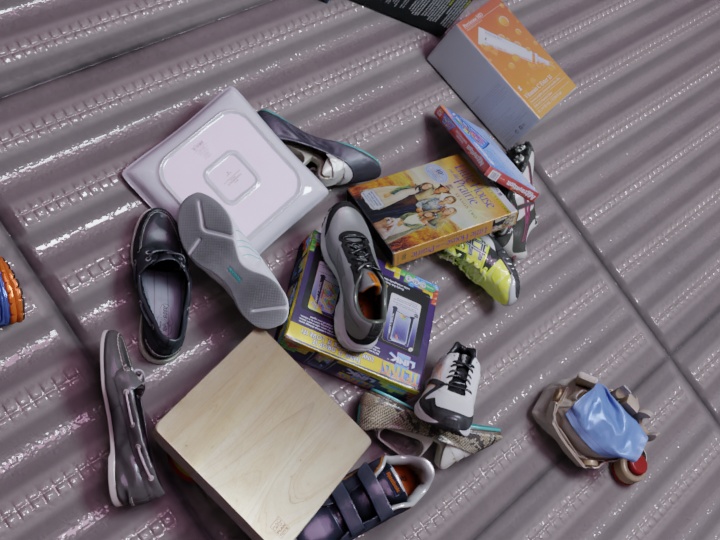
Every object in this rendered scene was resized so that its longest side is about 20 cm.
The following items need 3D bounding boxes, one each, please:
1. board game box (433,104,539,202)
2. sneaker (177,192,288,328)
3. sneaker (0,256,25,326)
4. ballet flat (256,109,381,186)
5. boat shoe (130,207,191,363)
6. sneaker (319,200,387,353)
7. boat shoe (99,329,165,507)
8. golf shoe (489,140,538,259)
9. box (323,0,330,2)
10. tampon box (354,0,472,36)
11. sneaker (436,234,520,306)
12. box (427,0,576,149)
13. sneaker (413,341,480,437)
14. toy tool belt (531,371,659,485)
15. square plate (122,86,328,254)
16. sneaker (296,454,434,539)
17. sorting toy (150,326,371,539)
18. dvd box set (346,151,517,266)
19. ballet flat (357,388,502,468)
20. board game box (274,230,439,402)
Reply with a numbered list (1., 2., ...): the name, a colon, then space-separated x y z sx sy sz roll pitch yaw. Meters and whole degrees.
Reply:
1. board game box: 0.185 -0.177 1.510 0.103 0.019 0.200 26 22 -33
2. sneaker: -0.159 -0.008 1.261 0.070 0.080 0.201 -36 83 1
3. sneaker: -0.449 -0.021 1.128 0.078 0.075 0.200 -26 79 -32
4. ballet flat: -0.069 -0.154 1.406 0.199 0.073 0.073 23 57 -10
5. boat shoe: -0.239 0.008 1.227 0.074 0.066 0.200 9 66 -23
6. sneaker: 0.000 0.000 1.292 0.074 0.079 0.201 1 66 -26
7. boat shoe: -0.255 0.163 1.139 0.057 0.067 0.201 -8 75 -1
8. golf shoe: 0.235 -0.109 1.560 0.088 0.077 0.201 41 53 -30
9. box: -0.107 -0.530 1.545 0.199 0.107 0.149 17 60 -20
10. tampon box: 0.079 -0.499 1.620 0.199 0.126 0.151 18 60 -21
11. sneaker: 0.153 -0.024 1.469 0.076 0.075 0.200 -28 72 -28
12. box: 0.228 -0.319 1.632 0.200 0.097 0.124 48 54 0
13. sneaker: 0.116 0.147 1.289 0.073 0.080 0.200 23 14 -2
14. toy tool belt: 0.349 0.221 1.417 0.200 0.123 0.125 39 54 -7
15. square plate: -0.172 -0.116 1.323 0.200 0.028 0.198 -43 93 -22
16. sneaker: 0.004 0.276 1.228 0.200 0.079 0.079 -25 81 -34
17. sorting toy: -0.121 0.204 1.189 0.199 0.070 0.200 46 47 -1
18. dvd box set: 0.100 -0.090 1.427 0.199 0.029 0.147 -18 50 -19
19. ballet flat: 0.086 0.216 1.319 0.199 0.068 0.076 19 80 -14
20. board game box: -0.003 0.062 1.343 0.199 0.057 0.166 24 59 -17
